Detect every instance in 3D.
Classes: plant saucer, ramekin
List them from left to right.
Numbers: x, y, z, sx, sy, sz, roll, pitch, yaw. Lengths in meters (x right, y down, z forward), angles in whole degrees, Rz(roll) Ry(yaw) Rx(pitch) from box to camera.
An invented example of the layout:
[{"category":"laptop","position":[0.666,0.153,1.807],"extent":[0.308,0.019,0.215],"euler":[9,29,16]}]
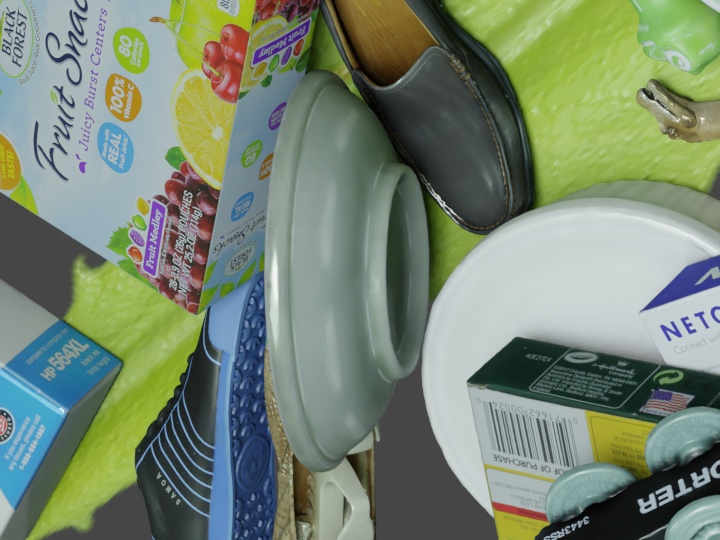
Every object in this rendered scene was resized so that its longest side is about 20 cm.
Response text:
[{"category":"plant saucer","position":[0.000,0.000,1.340],"extent":[0.050,0.200,0.201],"euler":[0,111,14]},{"category":"ramekin","position":[0.140,0.046,1.371],"extent":[0.202,0.094,0.203],"euler":[8,113,18]}]

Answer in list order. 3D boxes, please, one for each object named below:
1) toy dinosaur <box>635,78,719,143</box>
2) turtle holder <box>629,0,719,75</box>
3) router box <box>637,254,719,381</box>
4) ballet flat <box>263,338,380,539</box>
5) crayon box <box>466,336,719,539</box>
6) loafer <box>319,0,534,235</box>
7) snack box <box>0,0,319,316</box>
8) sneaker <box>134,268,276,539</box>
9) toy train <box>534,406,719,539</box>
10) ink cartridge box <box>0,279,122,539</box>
[{"category":"toy dinosaur","position":[0.227,-0.051,1.311],"extent":[0.200,0.058,0.101],"euler":[44,122,30]},{"category":"turtle holder","position":[0.192,-0.163,1.237],"extent":[0.185,0.141,0.132],"euler":[-39,94,14]},{"category":"router box","position":[0.250,0.060,1.220],"extent":[0.200,0.049,0.180],"euler":[-22,103,47]},{"category":"ballet flat","position":[-0.013,0.099,1.461],"extent":[0.065,0.070,0.201],"euler":[36,136,50]},{"category":"crayon box","position":[0.129,0.136,1.304],"extent":[0.127,0.051,0.201],"euler":[11,125,36]},{"category":"loafer","position":[0.022,-0.101,1.368],"extent":[0.073,0.072,0.200],"euler":[-26,100,27]},{"category":"snack box","position":[-0.115,-0.104,1.385],"extent":[0.168,0.068,0.200],"euler":[32,129,22]},{"category":"sneaker","position":[-0.086,0.087,1.487],"extent":[0.078,0.070,0.201],"euler":[16,110,29]},{"category":"toy train","position":[0.168,0.119,1.191],"extent":[0.200,0.085,0.114],"euler":[-29,126,15]},{"category":"ink cartridge box","position":[-0.259,0.063,1.534],"extent":[0.200,0.084,0.146],"euler":[35,118,6]}]
